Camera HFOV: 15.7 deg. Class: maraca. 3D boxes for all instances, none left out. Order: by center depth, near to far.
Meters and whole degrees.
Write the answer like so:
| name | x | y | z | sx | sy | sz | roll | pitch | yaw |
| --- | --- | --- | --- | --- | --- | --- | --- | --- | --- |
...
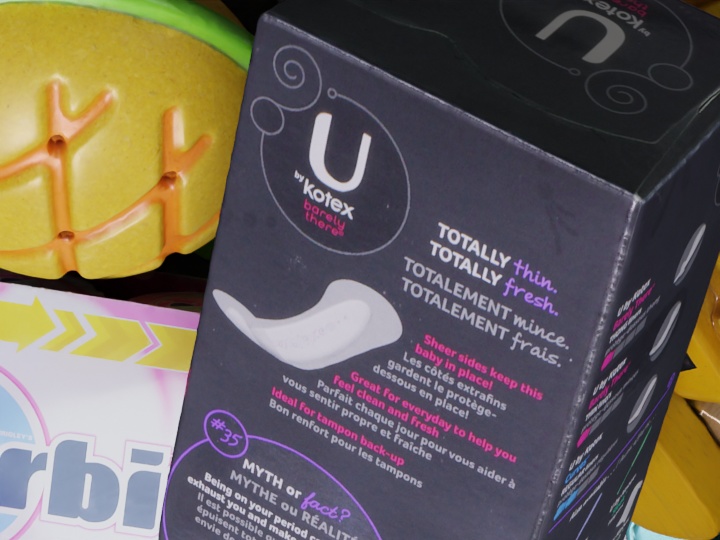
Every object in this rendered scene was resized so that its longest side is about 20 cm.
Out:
| name | x | y | z | sx | sy | sz | roll | pitch | yaw |
| --- | --- | --- | --- | --- | --- | --- | --- | --- | --- |
| maraca | -0.079 | -0.048 | 0.876 | 0.199 | 0.108 | 0.137 | 17 | 147 | -29 |

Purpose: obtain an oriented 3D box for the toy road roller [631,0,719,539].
| name | x | y | z | sx | sy | sz | roll | pitch | yaw |
| --- | --- | --- | --- | --- | --- | --- | --- | --- | --- |
| toy road roller | 0.126 | -0.006 | 0.860 | 0.145 | 0.123 | 0.200 | 6 | 143 | 46 |

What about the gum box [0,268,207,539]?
| name | x | y | z | sx | sy | sz | roll | pitch | yaw |
| --- | --- | --- | --- | --- | --- | --- | --- | --- | --- |
| gum box | -0.128 | 0.054 | 0.909 | 0.199 | 0.066 | 0.114 | 9 | 100 | 4 |

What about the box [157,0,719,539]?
| name | x | y | z | sx | sy | sz | roll | pitch | yaw |
| --- | --- | --- | --- | --- | --- | --- | --- | --- | --- |
| box | 0.028 | 0.011 | 0.767 | 0.122 | 0.106 | 0.201 | 27 | 129 | 17 |

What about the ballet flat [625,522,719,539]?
| name | x | y | z | sx | sy | sz | roll | pitch | yaw |
| --- | --- | --- | --- | --- | --- | --- | --- | --- | --- |
| ballet flat | 0.108 | 0.117 | 1.015 | 0.200 | 0.075 | 0.068 | -36 | 103 | 11 |

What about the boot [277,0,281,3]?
| name | x | y | z | sx | sy | sz | roll | pitch | yaw |
| --- | --- | --- | --- | --- | --- | --- | --- | --- | --- |
| boot | -0.013 | -0.121 | 0.803 | 0.069 | 0.132 | 0.201 | -10 | 126 | 6 |
